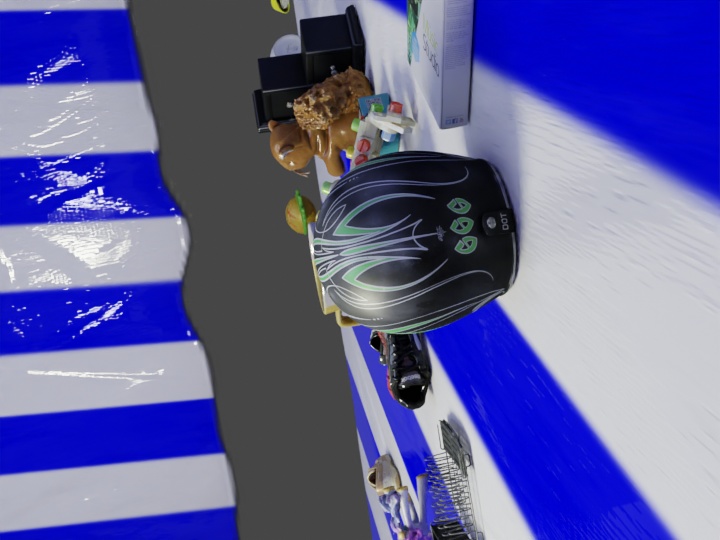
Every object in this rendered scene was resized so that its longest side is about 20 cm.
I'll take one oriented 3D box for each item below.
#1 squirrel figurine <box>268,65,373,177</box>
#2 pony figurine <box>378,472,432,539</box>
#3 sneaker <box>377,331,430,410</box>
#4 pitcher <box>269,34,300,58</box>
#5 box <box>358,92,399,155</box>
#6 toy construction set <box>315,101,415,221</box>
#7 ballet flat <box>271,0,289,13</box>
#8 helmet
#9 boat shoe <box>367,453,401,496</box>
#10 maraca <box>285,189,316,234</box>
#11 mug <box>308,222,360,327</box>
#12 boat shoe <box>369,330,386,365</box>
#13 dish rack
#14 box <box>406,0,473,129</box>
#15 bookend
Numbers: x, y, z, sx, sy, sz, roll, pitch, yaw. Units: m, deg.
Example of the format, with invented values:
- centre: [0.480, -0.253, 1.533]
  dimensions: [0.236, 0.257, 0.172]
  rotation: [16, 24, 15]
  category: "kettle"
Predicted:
- centre: [-0.068, -0.253, 1.488]
  dimensions: [0.202, 0.183, 0.143]
  rotation: [90, 168, -54]
  category: "squirrel figurine"
- centre: [0.093, 0.477, 1.517]
  dimensions: [0.192, 0.164, 0.204]
  rotation: [-1, -105, -65]
  category: "pony figurine"
- centre: [0.072, 0.136, 1.400]
  dimensions: [0.098, 0.069, 0.204]
  rotation: [-119, 18, -69]
  category: "sneaker"
- centre: [-0.155, -0.513, 2.174]
  dimensions: [0.201, 0.119, 0.175]
  rotation: [70, -159, -63]
  category: "pitcher"
- centre: [0.025, -0.186, 1.394]
  dimensions: [0.201, 0.048, 0.084]
  rotation: [93, 165, -62]
  category: "box"
- centre: [0.007, -0.158, 1.227]
  dimensions: [0.202, 0.091, 0.131]
  rotation: [-61, -9, 26]
  category: "toy construction set"
- centre: [-0.239, -0.847, 2.558]
  dimensions: [0.067, 0.066, 0.202]
  rotation: [49, 160, 31]
  category: "ballet flat"
- centre: [0.046, -0.028, 0.883]
  dimensions: [0.200, 0.187, 0.204]
  rotation: [170, 90, -82]
  category: "helmet"
- centre: [0.049, 0.493, 2.086]
  dimensions: [0.200, 0.068, 0.075]
  rotation: [-179, 78, -83]
  category: "boat shoe"
- centre: [-0.202, -0.197, 2.953]
  dimensions: [0.200, 0.105, 0.139]
  rotation: [108, 144, -75]
  category: "maraca"
- centre: [-0.002, -0.010, 1.445]
  dimensions: [0.187, 0.150, 0.152]
  rotation: [96, 162, -67]
  category: "mug"
- centre: [0.046, 0.115, 1.596]
  dimensions: [0.201, 0.066, 0.073]
  rotation: [-113, 12, -66]
  category: "boat shoe"
- centre: [0.131, 0.326, 1.265]
  dimensions: [0.153, 0.053, 0.204]
  rotation: [-151, 52, -80]
  category: "dish rack"
- centre: [0.079, -0.272, 0.899]
  dimensions: [0.146, 0.036, 0.202]
  rotation: [-108, 11, -45]
  category: "box"
- centre: [-0.099, -0.355, 1.545]
  dimensions: [0.201, 0.195, 0.094]
  rotation: [94, 165, -61]
  category: "bookend"
